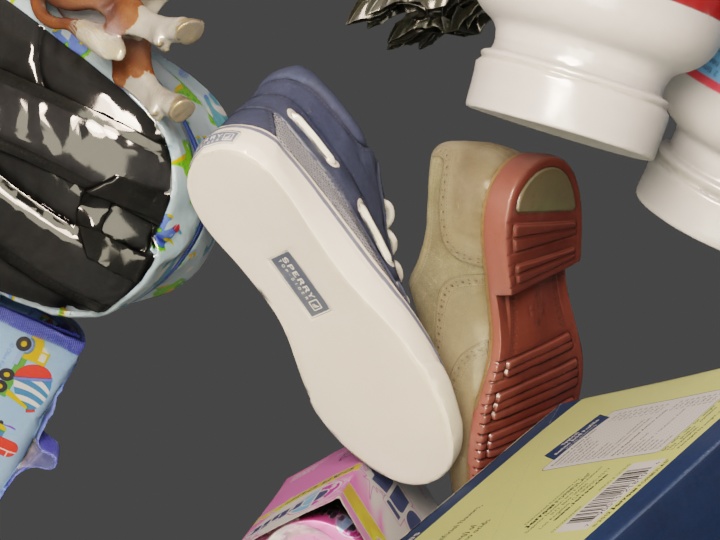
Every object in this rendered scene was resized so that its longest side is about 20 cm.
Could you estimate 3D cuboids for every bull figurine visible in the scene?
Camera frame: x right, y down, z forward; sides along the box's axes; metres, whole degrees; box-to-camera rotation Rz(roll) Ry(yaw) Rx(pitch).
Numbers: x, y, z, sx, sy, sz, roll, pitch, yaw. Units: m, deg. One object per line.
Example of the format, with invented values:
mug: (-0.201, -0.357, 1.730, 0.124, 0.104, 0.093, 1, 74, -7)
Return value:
bull figurine: (-0.060, -0.163, 0.995, 0.200, 0.065, 0.121, -41, 57, 12)

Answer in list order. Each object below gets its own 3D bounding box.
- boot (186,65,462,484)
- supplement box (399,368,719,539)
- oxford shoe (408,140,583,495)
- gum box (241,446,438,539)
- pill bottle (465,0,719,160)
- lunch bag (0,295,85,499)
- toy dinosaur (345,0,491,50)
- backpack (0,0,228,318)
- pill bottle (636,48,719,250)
boot: (0.000, 0.000, 1.066, 0.073, 0.090, 0.200, -17, 113, 34)
supplement box: (0.113, 0.152, 0.969, 0.134, 0.200, 0.200, 58, 150, -7)
oxford shoe: (0.062, 0.030, 1.096, 0.075, 0.070, 0.200, 22, 116, 41)
gum box: (0.027, 0.190, 1.103, 0.066, 0.114, 0.200, -30, 95, 17)
pill bottle: (0.113, -0.154, 0.949, 0.112, 0.112, 0.200, 17, 93, 8)
lunch bag: (-0.246, 0.053, 1.156, 0.200, 0.094, 0.151, 28, 108, -8)
toy dinosaur: (0.026, -0.180, 1.035, 0.200, 0.102, 0.136, -11, 84, 36)
backpack: (-0.158, -0.064, 1.081, 0.200, 0.154, 0.163, 31, 103, 26)
pill bottle: (0.201, -0.107, 1.000, 0.109, 0.109, 0.200, 25, 107, 5)
